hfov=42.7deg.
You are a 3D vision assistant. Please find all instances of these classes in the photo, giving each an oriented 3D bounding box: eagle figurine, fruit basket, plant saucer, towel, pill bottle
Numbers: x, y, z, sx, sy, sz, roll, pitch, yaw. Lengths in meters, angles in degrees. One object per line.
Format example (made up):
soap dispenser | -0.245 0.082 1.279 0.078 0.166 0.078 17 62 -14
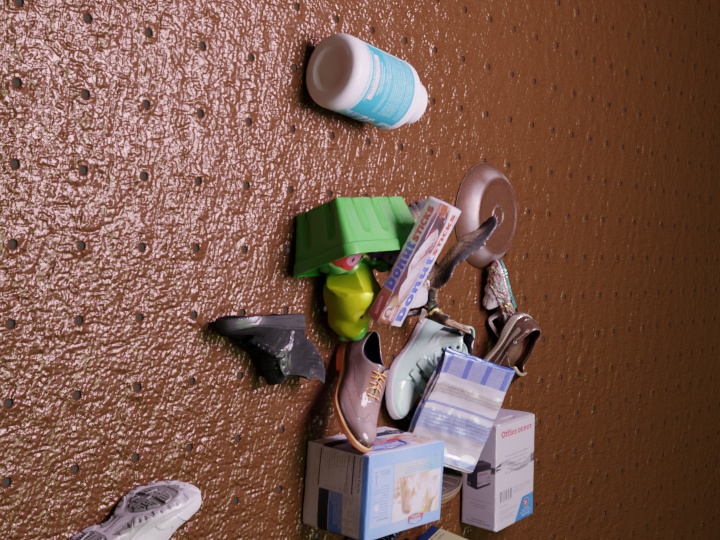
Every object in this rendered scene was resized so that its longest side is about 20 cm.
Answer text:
eagle figurine | 0.130 -0.015 1.549 0.150 0.151 0.203 12 98 -14
fruit basket | 0.000 0.000 1.398 0.214 0.154 0.219 21 60 -43
plant saucer | 0.250 -0.104 1.759 0.199 0.036 0.203 -6 98 -51
towel | 0.165 0.240 1.553 0.145 0.024 0.202 19 100 -18
pill bottle | 0.018 -0.281 1.409 0.199 0.110 0.112 10 85 -49

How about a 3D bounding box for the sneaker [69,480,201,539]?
sneaker | -0.279 0.341 1.144 0.199 0.077 0.101 -29 122 -35

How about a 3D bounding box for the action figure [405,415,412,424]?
action figure | 0.159 0.278 1.632 0.199 0.101 0.121 3 102 -51

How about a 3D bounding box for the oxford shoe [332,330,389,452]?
oxford shoe | 0.005 0.177 1.393 0.071 0.073 0.202 29 39 -34

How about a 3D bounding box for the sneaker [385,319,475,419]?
sneaker | 0.123 0.167 1.565 0.074 0.117 0.202 50 58 -41

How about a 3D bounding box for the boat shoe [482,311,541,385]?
boat shoe | 0.276 0.180 1.735 0.074 0.075 0.204 15 104 -33

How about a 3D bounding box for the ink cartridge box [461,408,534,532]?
ink cartridge box | 0.267 0.380 1.780 0.144 0.083 0.203 -4 96 -49

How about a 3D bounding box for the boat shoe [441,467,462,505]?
boat shoe | 0.141 0.380 1.606 0.200 0.071 0.069 -20 127 -67

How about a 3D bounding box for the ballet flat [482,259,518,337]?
ballet flat | 0.272 0.076 1.778 0.063 0.076 0.202 -21 113 0

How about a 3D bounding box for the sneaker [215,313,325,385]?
sneaker | -0.125 0.115 1.309 0.199 0.059 0.106 1 88 -53

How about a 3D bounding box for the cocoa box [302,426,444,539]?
cocoa box | 0.025 0.332 1.450 0.199 0.130 0.135 2 91 -50

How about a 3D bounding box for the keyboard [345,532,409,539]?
keyboard | 0.051 0.449 1.564 0.199 0.039 0.105 -34 117 -42

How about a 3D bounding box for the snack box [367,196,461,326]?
snack box | 0.081 -0.011 1.379 0.072 0.024 0.202 13 107 -57

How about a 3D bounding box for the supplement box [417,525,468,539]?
supplement box | 0.173 0.585 1.580 0.134 0.198 0.203 -29 122 -45
